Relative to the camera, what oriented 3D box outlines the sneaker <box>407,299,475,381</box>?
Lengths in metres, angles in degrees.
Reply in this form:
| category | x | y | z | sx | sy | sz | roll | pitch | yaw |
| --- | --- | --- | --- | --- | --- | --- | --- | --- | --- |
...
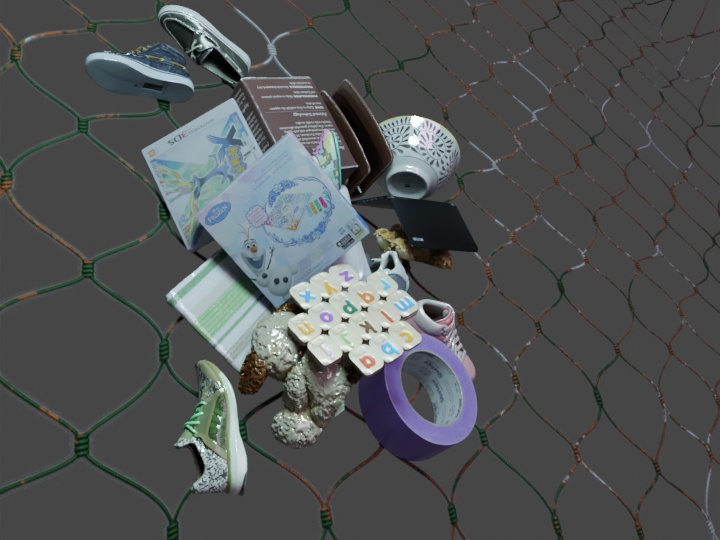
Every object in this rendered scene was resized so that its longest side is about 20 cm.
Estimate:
| category | x | y | z | sx | sy | sz | roll | pitch | yaw |
| --- | --- | --- | --- | --- | --- | --- | --- | --- | --- |
| sneaker | 0.157 | 0.131 | 1.344 | 0.200 | 0.105 | 0.076 | 41 | 42 | -9 |

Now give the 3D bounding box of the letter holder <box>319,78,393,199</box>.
| category | x | y | z | sx | sy | sz | roll | pitch | yaw |
| --- | --- | --- | --- | --- | --- | --- | --- | --- | --- |
| letter holder | -0.042 | -0.259 | 1.432 | 0.100 | 0.142 | 0.202 | -17 | 72 | -44 |

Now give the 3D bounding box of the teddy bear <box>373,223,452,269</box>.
| category | x | y | z | sx | sy | sz | roll | pitch | yaw |
| --- | --- | --- | --- | --- | --- | --- | --- | --- | --- |
| teddy bear | 0.114 | -0.051 | 1.430 | 0.198 | 0.145 | 0.068 | 13 | 98 | -32 |

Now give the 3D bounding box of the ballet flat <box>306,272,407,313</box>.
| category | x | y | z | sx | sy | sz | roll | pitch | yaw |
| --- | --- | --- | --- | --- | --- | --- | --- | --- | --- |
| ballet flat | -0.011 | 0.069 | 1.196 | 0.074 | 0.198 | 0.073 | 63 | 5 | -11 |

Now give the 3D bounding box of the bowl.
| category | x | y | z | sx | sy | sz | roll | pitch | yaw |
| --- | --- | --- | --- | --- | --- | --- | --- | --- | --- |
| bowl | 0.100 | -0.203 | 1.467 | 0.199 | 0.200 | 0.095 | 27 | 50 | -21 |

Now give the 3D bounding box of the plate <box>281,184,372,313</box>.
| category | x | y | z | sx | sy | sz | roll | pitch | yaw |
| --- | --- | --- | --- | --- | --- | --- | --- | --- | --- |
| plate | -0.071 | -0.034 | 1.254 | 0.198 | 0.032 | 0.203 | -20 | 96 | -32 |

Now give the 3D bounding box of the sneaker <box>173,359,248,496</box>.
| category | x | y | z | sx | sy | sz | roll | pitch | yaw |
| --- | --- | --- | --- | --- | --- | --- | --- | --- | --- |
| sneaker | -0.217 | 0.219 | 1.012 | 0.087 | 0.077 | 0.202 | -4 | 61 | -30 |

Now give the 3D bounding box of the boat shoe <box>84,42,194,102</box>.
| category | x | y | z | sx | sy | sz | roll | pitch | yaw |
| --- | --- | --- | --- | --- | --- | --- | --- | --- | --- |
| boat shoe | -0.393 | -0.362 | 1.284 | 0.198 | 0.071 | 0.092 | 7 | 55 | -43 |

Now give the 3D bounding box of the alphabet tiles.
| category | x | y | z | sx | sy | sz | roll | pitch | yaw |
| --- | --- | --- | --- | --- | --- | --- | --- | --- | --- |
| alphabet tiles | -0.009 | 0.070 | 1.103 | 0.199 | 0.015 | 0.195 | -27 | 56 | -33 |

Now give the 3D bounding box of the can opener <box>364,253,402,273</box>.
| category | x | y | z | sx | sy | sz | roll | pitch | yaw |
| --- | --- | --- | --- | --- | --- | --- | --- | --- | --- |
| can opener | 0.000 | 0.000 | 1.347 | 0.198 | 0.053 | 0.067 | 4 | 59 | -36 |

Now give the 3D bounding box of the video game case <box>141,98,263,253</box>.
| category | x | y | z | sx | sy | sz | roll | pitch | yaw |
| --- | --- | --- | --- | --- | --- | --- | --- | --- | --- |
| video game case | -0.245 | -0.159 | 1.201 | 0.202 | 0.181 | 0.022 | 61 | 1 | 14 |

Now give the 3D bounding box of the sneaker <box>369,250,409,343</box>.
| category | x | y | z | sx | sy | sz | roll | pitch | yaw |
| --- | --- | --- | --- | --- | --- | --- | --- | --- | --- |
| sneaker | 0.040 | 0.047 | 1.270 | 0.202 | 0.069 | 0.081 | -79 | 159 | -47 |

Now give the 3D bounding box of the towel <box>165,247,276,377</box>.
| category | x | y | z | sx | sy | sz | roll | pitch | yaw |
| --- | --- | --- | --- | --- | --- | --- | --- | --- | --- |
| towel | -0.198 | 0.076 | 1.160 | 0.200 | 0.031 | 0.149 | 47 | 45 | -5 |

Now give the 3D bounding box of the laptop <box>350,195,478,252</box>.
| category | x | y | z | sx | sy | sz | roll | pitch | yaw |
| --- | --- | --- | --- | --- | --- | --- | --- | --- | --- |
| laptop | 0.105 | -0.088 | 1.434 | 0.175 | 0.199 | 0.105 | 3 | 87 | -37 |

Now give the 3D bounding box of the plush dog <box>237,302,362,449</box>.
| category | x | y | z | sx | sy | sz | roll | pitch | yaw |
| --- | --- | --- | --- | --- | --- | --- | --- | --- | --- |
| plush dog | -0.092 | 0.139 | 1.105 | 0.171 | 0.161 | 0.201 | 35 | 45 | -5 |

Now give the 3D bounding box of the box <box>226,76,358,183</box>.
| category | x | y | z | sx | sy | sz | roll | pitch | yaw |
| --- | --- | --- | --- | --- | --- | --- | --- | --- | --- |
| box | -0.144 | -0.215 | 1.302 | 0.163 | 0.166 | 0.202 | -14 | 71 | -43 |

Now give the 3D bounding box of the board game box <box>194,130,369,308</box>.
| category | x | y | z | sx | sy | sz | roll | pitch | yaw |
| --- | --- | --- | --- | --- | --- | --- | --- | --- | --- |
| board game box | -0.122 | -0.077 | 1.150 | 0.200 | 0.199 | 0.043 | 50 | 8 | -17 |

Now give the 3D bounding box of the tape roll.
| category | x | y | z | sx | sy | sz | roll | pitch | yaw |
| --- | --- | --- | --- | --- | --- | --- | --- | --- | --- |
| tape roll | 0.100 | 0.217 | 1.252 | 0.198 | 0.085 | 0.202 | 21 | 50 | -27 |

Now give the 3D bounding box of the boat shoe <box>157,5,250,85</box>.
| category | x | y | z | sx | sy | sz | roll | pitch | yaw |
| --- | --- | --- | --- | --- | --- | --- | --- | --- | --- |
| boat shoe | -0.302 | -0.432 | 1.400 | 0.198 | 0.071 | 0.064 | 30 | 45 | -21 |

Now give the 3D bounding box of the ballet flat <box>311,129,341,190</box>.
| category | x | y | z | sx | sy | sz | roll | pitch | yaw |
| --- | --- | --- | --- | --- | --- | --- | --- | --- | --- |
| ballet flat | -0.061 | -0.125 | 1.192 | 0.070 | 0.203 | 0.069 | -14 | 23 | -15 |
